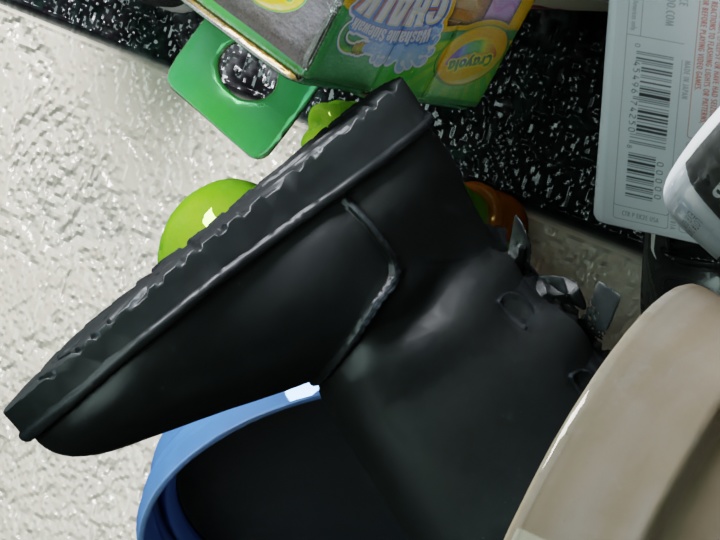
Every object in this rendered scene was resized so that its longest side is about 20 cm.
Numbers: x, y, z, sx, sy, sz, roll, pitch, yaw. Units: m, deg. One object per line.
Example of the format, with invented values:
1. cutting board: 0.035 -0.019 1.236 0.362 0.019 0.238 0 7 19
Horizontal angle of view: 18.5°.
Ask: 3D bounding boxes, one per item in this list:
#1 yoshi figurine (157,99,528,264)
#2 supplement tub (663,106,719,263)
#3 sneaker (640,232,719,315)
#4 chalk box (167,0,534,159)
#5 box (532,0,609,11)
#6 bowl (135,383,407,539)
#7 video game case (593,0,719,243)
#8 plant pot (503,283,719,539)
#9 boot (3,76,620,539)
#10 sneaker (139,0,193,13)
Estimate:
1. yoshi figurine: -0.013 -0.006 0.912 0.112 0.200 0.113 -42 69 18
2. supplement tub: 0.207 -0.002 0.716 0.200 0.122 0.123 43 112 6
3. sneaker: 0.140 -0.048 0.879 0.066 0.090 0.201 20 98 35
4. chalk box: -0.003 -0.140 0.837 0.124 0.124 0.201 40 110 29
5. box: 0.026 -0.183 0.958 0.199 0.109 0.129 8 91 35
6. bowl: 0.009 0.095 0.906 0.200 0.200 0.040 -34 41 28
7. video game case: 0.176 -0.092 0.782 0.181 0.023 0.201 13 119 23
8. plant pot: 0.141 0.129 0.702 0.173 0.200 0.201 25 101 19
9. boot: -0.003 0.047 0.781 0.198 0.073 0.163 -39 98 -12
10. sneaker: -0.145 -0.218 1.079 0.073 0.112 0.201 -44 64 23
